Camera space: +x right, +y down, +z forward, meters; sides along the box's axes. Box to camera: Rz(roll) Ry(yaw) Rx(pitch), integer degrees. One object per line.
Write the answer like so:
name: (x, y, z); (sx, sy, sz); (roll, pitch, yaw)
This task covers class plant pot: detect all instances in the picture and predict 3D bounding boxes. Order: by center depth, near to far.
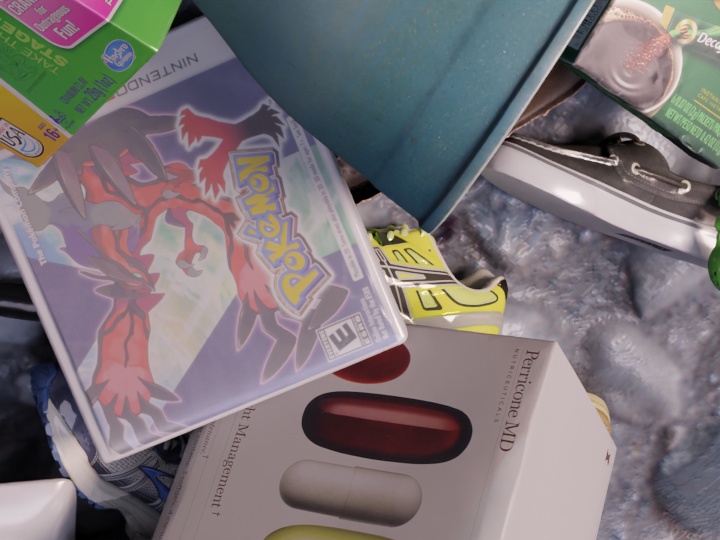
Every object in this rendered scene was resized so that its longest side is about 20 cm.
plant pot: (0.009, -0.152, 0.747); (0.187, 0.200, 0.201); (33, 113, -2)

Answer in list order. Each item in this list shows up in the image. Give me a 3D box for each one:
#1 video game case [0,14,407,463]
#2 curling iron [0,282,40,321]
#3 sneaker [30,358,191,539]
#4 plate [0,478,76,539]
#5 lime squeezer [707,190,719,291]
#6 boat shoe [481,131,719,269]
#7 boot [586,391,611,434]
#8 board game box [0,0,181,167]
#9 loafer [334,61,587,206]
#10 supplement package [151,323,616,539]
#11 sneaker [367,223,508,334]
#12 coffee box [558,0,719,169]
video game case: (-0.095, -0.021, 0.852); (0.181, 0.023, 0.201); (-22, 95, 7)
curling iron: (-0.171, 0.029, 0.923); (0.199, 0.050, 0.026); (15, 146, -14)
sneaker: (-0.130, 0.108, 0.978); (0.085, 0.077, 0.200); (-32, 134, 0)
plate: (-0.269, 0.186, 0.963); (0.198, 0.032, 0.200); (-5, 151, -11)
lime squeezer: (0.236, -0.025, 0.930); (0.070, 0.038, 0.201); (4, 91, -28)
boat shoe: (0.161, -0.049, 0.948); (0.199, 0.069, 0.057); (19, 87, -24)
boot: (0.080, 0.162, 1.005); (0.199, 0.156, 0.073); (-14, 132, -2)
board game box: (-0.201, -0.138, 0.736); (0.199, 0.041, 0.153); (31, 149, -20)
loafer: (0.052, -0.085, 0.884); (0.199, 0.071, 0.073); (-29, 126, 6)
supplement package: (0.013, 0.142, 0.888); (0.199, 0.192, 0.147); (5, 153, 26)
sneaker: (0.000, 0.000, 0.942); (0.199, 0.075, 0.077); (28, 86, -28)
coffee box: (0.198, -0.170, 0.851); (0.123, 0.044, 0.201); (30, 97, -28)
